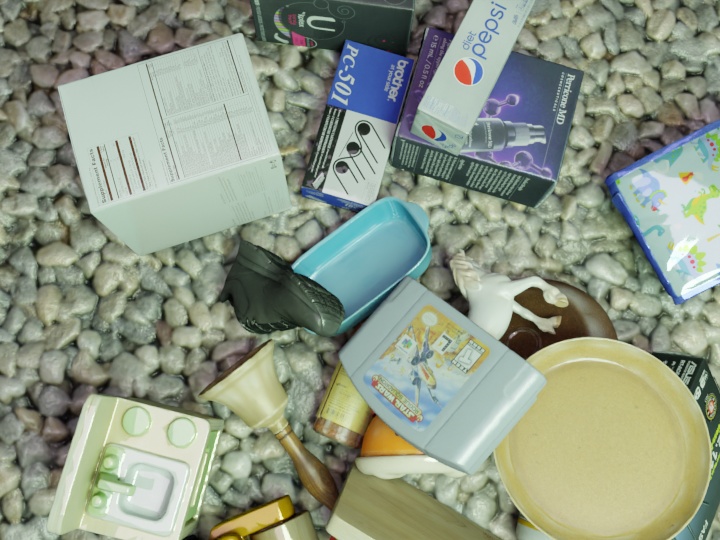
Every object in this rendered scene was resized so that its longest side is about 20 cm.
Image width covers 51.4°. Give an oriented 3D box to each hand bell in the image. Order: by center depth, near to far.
[{"bbox_3d":[-0.083,0.189,0.848,0.104,0.104,0.201,-36,93,-8],"label":"hand bell"}]

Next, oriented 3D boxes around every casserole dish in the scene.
[{"bbox_3d":[0.000,0.000,0.870,0.199,0.039,0.121,-36,49,5],"label":"casserole dish"}]

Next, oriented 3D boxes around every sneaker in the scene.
[{"bbox_3d":[-0.091,0.039,0.837,0.076,0.200,0.091,31,89,-39],"label":"sneaker"}]

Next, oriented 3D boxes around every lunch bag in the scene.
[{"bbox_3d":[0.406,-0.073,0.882,0.199,0.128,0.171,-25,80,-16],"label":"lunch bag"}]

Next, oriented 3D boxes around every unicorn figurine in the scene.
[{"bbox_3d":[0.147,0.047,0.809,0.136,0.074,0.201,17,47,11],"label":"unicorn figurine"}]

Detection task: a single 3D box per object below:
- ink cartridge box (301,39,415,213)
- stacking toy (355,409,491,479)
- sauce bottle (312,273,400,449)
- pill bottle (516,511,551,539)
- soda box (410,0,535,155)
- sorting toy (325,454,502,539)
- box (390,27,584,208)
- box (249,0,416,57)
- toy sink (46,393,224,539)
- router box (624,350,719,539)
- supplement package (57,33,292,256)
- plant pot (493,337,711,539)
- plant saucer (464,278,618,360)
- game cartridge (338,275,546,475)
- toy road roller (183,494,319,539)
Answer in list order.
[{"bbox_3d":[-0.003,-0.178,0.935,0.093,0.044,0.202,16,78,0],"label":"ink cartridge box"},{"bbox_3d":[0.064,0.123,0.819,0.145,0.146,0.202,-2,75,-2],"label":"stacking toy"},{"bbox_3d":[0.010,0.103,0.867,0.066,0.066,0.201,23,81,3],"label":"sauce bottle"},{"bbox_3d":[0.232,0.255,0.822,0.103,0.104,0.202,15,79,2],"label":"pill bottle"},{"bbox_3d":[0.128,-0.234,0.831,0.063,0.068,0.201,26,79,3],"label":"soda box"},{"bbox_3d":[0.055,0.296,0.769,0.199,0.199,0.070,30,95,5],"label":"sorting toy"},{"bbox_3d":[0.150,-0.182,0.909,0.198,0.104,0.149,15,78,2],"label":"box"},{"bbox_3d":[-0.030,-0.348,0.929,0.198,0.122,0.107,7,78,0],"label":"box"},{"bbox_3d":[-0.216,0.205,0.773,0.111,0.200,0.132,13,78,2],"label":"toy sink"},{"bbox_3d":[0.325,0.210,0.791,0.200,0.062,0.150,-52,123,-27],"label":"router box"},{"bbox_3d":[-0.197,-0.133,0.846,0.198,0.191,0.148,-18,79,-5],"label":"supplement package"},{"bbox_3d":[0.223,0.163,0.707,0.198,0.028,0.202,-2,68,5],"label":"plant pot"},{"bbox_3d":[0.185,0.090,0.839,0.199,0.037,0.202,-14,54,20],"label":"plant saucer"},{"bbox_3d":[0.069,0.102,0.747,0.133,0.042,0.200,-45,49,-9],"label":"game cartridge"},{"bbox_3d":[-0.134,0.329,0.777,0.198,0.146,0.124,-21,80,-5],"label":"toy road roller"}]
